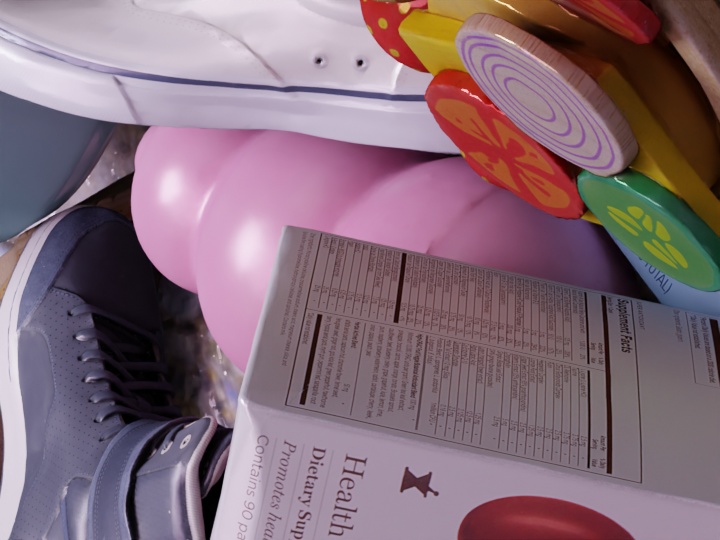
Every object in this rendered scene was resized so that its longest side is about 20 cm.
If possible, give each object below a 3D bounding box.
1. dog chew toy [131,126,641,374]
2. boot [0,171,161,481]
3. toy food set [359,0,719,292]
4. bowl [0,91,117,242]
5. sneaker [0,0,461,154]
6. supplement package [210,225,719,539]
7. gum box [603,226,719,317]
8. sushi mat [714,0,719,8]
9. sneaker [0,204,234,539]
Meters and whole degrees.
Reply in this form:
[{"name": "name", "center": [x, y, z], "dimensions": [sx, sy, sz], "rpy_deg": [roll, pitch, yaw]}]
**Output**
[{"name": "dog chew toy", "center": [0.000, 0.000, 1.042], "dimensions": [0.200, 0.124, 0.125], "rpy_deg": [30, 123, 29]}, {"name": "boot", "center": [-0.093, 0.053, 1.240], "dimensions": [0.200, 0.072, 0.167], "rpy_deg": [-30, 92, 44]}, {"name": "toy food set", "center": [0.035, -0.077, 0.859], "dimensions": [0.200, 0.049, 0.198], "rpy_deg": [49, 165, -32]}, {"name": "bowl", "center": [-0.156, -0.090, 1.155], "dimensions": [0.201, 0.105, 0.201], "rpy_deg": [-38, 42, 45]}, {"name": "sneaker", "center": [-0.038, -0.087, 1.002], "dimensions": [0.200, 0.073, 0.071], "rpy_deg": [5, 106, 9]}, {"name": "supplement package", "center": [0.048, 0.115, 0.909], "dimensions": [0.200, 0.147, 0.192], "rpy_deg": [12, 112, -1]}, {"name": "gum box", "center": [0.129, -0.092, 0.943], "dimensions": [0.170, 0.045, 0.200], "rpy_deg": [55, 134, 22]}, {"name": "sushi mat", "center": [0.108, -0.057, 0.892], "dimensions": [0.200, 0.012, 0.096], "rpy_deg": [51, 154, 39]}, {"name": "sneaker", "center": [-0.071, 0.052, 1.078], "dimensions": [0.146, 0.077, 0.203], "rpy_deg": [-26, 53, 43]}]
